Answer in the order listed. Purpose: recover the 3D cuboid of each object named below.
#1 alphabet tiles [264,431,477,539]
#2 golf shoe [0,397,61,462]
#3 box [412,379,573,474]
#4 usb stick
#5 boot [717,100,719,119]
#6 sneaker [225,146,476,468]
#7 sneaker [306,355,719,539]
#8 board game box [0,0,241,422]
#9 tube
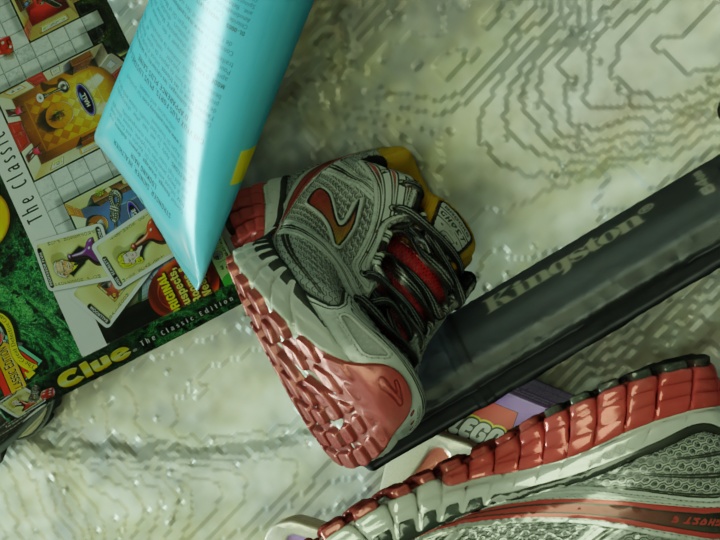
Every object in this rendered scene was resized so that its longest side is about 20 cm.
[{"bbox_3d":[0.047,0.167,0.934,0.199,0.015,0.197,17,101,17],"label":"alphabet tiles"},{"bbox_3d":[-0.128,0.010,0.977,0.078,0.094,0.200,41,106,12],"label":"golf shoe"},{"bbox_3d":[0.105,0.132,0.938,0.199,0.039,0.137,21,102,16],"label":"box"},{"bbox_3d":[0.075,0.012,0.903,0.199,0.055,0.033,-30,102,4],"label":"usb stick"},{"bbox_3d":[0.241,-0.072,0.850,0.200,0.073,0.151,-43,92,1],"label":"boot"},{"bbox_3d":[0.000,0.000,0.882,0.082,0.200,0.078,-26,113,5],"label":"sneaker"},{"bbox_3d":[0.046,0.105,0.873,0.199,0.078,0.082,-27,84,16],"label":"sneaker"},{"bbox_3d":[-0.128,-0.050,0.953,0.104,0.023,0.201,-28,65,1],"label":"board game box"},{"bbox_3d":[-0.046,-0.088,0.851,0.078,0.050,0.200,57,139,31],"label":"tube"}]
